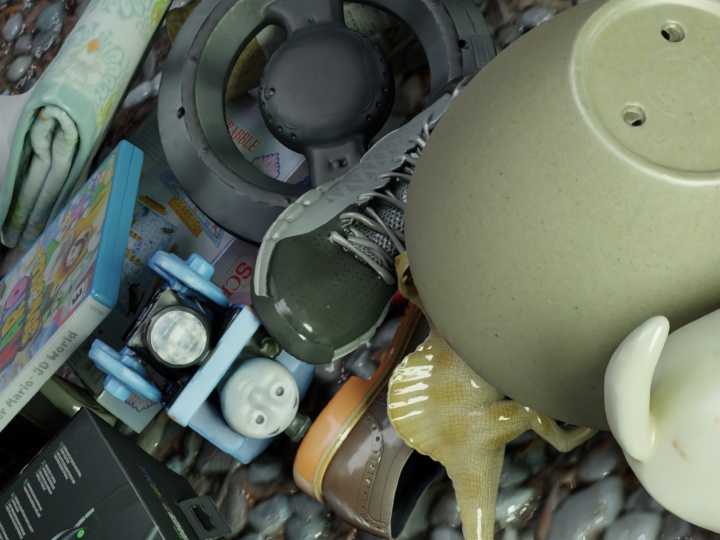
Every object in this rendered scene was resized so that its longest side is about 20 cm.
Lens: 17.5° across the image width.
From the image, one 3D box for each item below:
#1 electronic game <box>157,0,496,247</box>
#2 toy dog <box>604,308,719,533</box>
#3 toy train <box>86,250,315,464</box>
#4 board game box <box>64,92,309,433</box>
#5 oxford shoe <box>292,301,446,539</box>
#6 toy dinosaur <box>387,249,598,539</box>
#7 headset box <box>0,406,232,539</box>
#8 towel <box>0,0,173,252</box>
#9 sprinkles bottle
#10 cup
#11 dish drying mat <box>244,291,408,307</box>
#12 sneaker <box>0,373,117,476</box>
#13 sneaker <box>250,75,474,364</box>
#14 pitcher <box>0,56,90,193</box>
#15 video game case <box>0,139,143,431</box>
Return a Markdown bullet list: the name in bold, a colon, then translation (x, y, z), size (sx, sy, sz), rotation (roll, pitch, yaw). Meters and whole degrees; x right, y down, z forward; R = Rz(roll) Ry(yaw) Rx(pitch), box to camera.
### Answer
- **electronic game**: translation (-0.019, -0.102, 1.337), size (0.199, 0.042, 0.201), rotation (-4, 67, 10)
- **toy dog**: translation (0.211, 0.029, 0.958), size (0.200, 0.194, 0.140), rotation (-44, 24, 17)
- **toy train**: translation (-0.080, 0.048, 1.242), size (0.087, 0.114, 0.200), rotation (-56, 6, -5)
- **board game box**: translation (-0.117, -0.021, 1.437), size (0.200, 0.041, 0.200), rotation (-49, 32, -1)
- **oxford shoe**: translation (0.053, 0.051, 1.209), size (0.073, 0.071, 0.200), rotation (35, 88, 32)
- **toy dinosaur**: translation (0.062, 0.070, 1.154), size (0.101, 0.201, 0.058), rotation (-13, 9, -18)
- **headset box**: translation (-0.152, 0.195, 1.255), size (0.200, 0.093, 0.174), rotation (-47, 36, 3)
- **towel**: translation (-0.169, -0.116, 1.445), size (0.172, 0.048, 0.200), rotation (-67, 7, -31)
- **sprinkles bottle**: translation (-0.017, -0.167, 1.414), size (0.199, 0.068, 0.068), rotation (-24, 41, 7)
- **cup**: translation (0.129, -0.048, 1.056), size (0.143, 0.200, 0.201), rotation (107, 178, -60)
- **dish drying mat**: translation (0.000, 0.000, 1.334), size (0.200, 0.018, 0.077), rotation (-20, 42, 35)
- **sneaker**: translation (-0.221, 0.106, 1.432), size (0.200, 0.075, 0.106), rotation (12, 72, 60)
- **sneaker**: translation (0.023, -0.042, 1.181), size (0.115, 0.075, 0.200), rotation (-43, 7, 42)
- **pitcher**: translation (-0.278, -0.050, 1.592), size (0.199, 0.121, 0.172), rotation (-9, 62, 26)
- **video game case**: translation (-0.193, 0.032, 1.336), size (0.200, 0.018, 0.143), rotation (-45, 25, 31)
